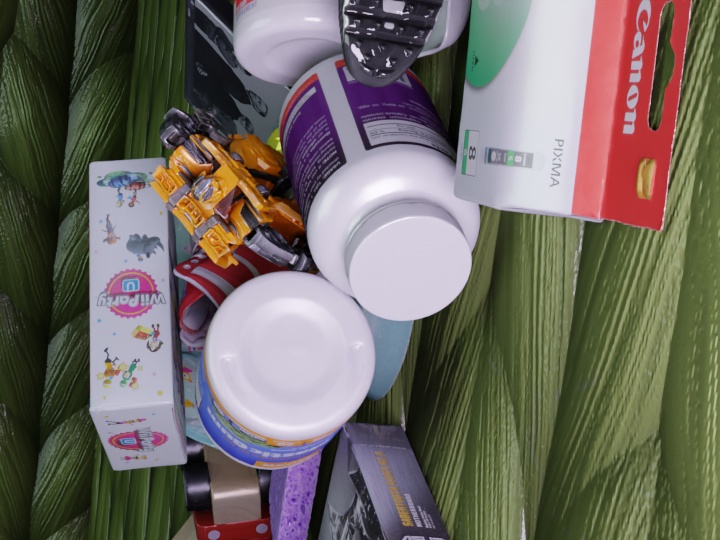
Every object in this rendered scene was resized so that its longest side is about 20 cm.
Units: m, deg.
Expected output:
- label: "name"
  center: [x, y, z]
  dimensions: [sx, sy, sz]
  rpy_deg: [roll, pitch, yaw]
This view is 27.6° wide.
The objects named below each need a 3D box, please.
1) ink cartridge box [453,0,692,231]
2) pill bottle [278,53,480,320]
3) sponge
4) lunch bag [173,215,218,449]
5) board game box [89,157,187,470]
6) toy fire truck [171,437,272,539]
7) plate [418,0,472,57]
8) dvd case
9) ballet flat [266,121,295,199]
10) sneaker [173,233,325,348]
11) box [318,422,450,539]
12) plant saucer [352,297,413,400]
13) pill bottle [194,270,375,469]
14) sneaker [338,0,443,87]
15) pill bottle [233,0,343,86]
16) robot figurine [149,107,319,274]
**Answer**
- label: "ink cartridge box"
  center: [0.106, -0.108, 0.768]
  dimensions: [0.200, 0.050, 0.162]
  rpy_deg: [-151, 66, -75]
- label: "pill bottle"
  center: [0.012, -0.055, 0.966]
  dimensions: [0.200, 0.112, 0.113]
  rpy_deg: [-108, 27, -54]
- label: "sponge"
  center: [-0.052, 0.139, 1.281]
  dimensions: [0.112, 0.030, 0.201]
  rpy_deg: [-102, 21, -64]
- label: "lunch bag"
  center: [-0.121, 0.057, 1.323]
  dimensions: [0.200, 0.121, 0.171]
  rpy_deg: [51, -140, -48]
- label: "board game box"
  center: [-0.172, 0.036, 1.135]
  dimensions: [0.148, 0.064, 0.201]
  rpy_deg: [95, 169, -65]
- label: "toy fire truck"
  center: [-0.150, 0.245, 1.491]
  dimensions: [0.176, 0.128, 0.201]
  rpy_deg: [-113, 20, -58]
- label: "plate"
  center: [0.048, -0.243, 1.038]
  dimensions: [0.200, 0.032, 0.201]
  rpy_deg: [-178, 93, -75]
- label: "dvd case"
  center: [-0.081, -0.134, 1.248]
  dimensions: [0.200, 0.025, 0.151]
  rpy_deg: [45, 153, 19]
- label: "ballet flat"
  center: [-0.057, -0.041, 1.201]
  dimensions: [0.200, 0.067, 0.067]
  rpy_deg: [102, 157, -53]
- label: "sneaker"
  center: [-0.121, -0.008, 1.163]
  dimensions: [0.200, 0.112, 0.071]
  rpy_deg: [36, 140, 44]
- label: "box"
  center: [0.007, 0.232, 1.028]
  dimensions: [0.159, 0.048, 0.201]
  rpy_deg: [-116, 34, -60]
- label: "plant saucer"
  center: [0.000, 0.000, 1.141]
  dimensions: [0.200, 0.036, 0.201]
  rpy_deg: [-176, 90, -75]
- label: "pill bottle"
  center: [-0.059, 0.078, 1.022]
  dimensions: [0.200, 0.112, 0.113]
  rpy_deg: [119, 152, -71]
- label: "sneaker"
  center: [0.018, -0.212, 0.970]
  dimensions: [0.090, 0.066, 0.201]
  rpy_deg: [149, 128, -74]
- label: "pill bottle"
  center: [-0.037, -0.246, 1.079]
  dimensions: [0.112, 0.112, 0.201]
  rpy_deg: [132, 140, -66]
- label: "robot figurine"
  center: [-0.076, -0.045, 1.018]
  dimensions: [0.058, 0.145, 0.200]
  rpy_deg: [-43, -13, 13]
